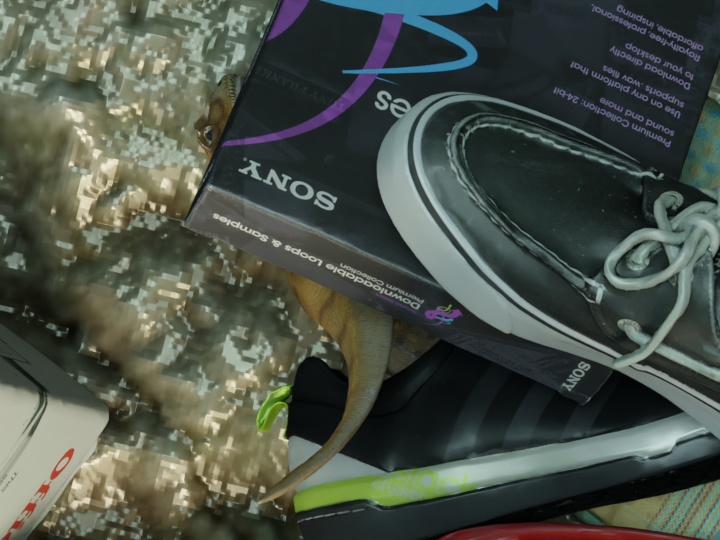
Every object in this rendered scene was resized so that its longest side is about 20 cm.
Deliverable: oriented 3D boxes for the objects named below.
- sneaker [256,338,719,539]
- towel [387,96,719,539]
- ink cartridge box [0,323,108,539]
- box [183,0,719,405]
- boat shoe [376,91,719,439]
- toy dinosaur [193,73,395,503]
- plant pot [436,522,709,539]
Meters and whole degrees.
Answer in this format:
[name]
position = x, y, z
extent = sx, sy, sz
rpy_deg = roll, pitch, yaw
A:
[sneaker]
position = 0.062, 0.038, 0.986
extent = 0.200, 0.072, 0.083
rpy_deg = -15, 79, 8
[towel]
position = 0.123, 0.030, 1.022
extent = 0.200, 0.022, 0.147
rpy_deg = 35, 91, 12
[ink cartridge box]
position = -0.178, 0.073, 0.976
extent = 0.083, 0.200, 0.147
rpy_deg = 37, 90, 14
[box]
position = 0.043, -0.072, 0.980
extent = 0.143, 0.036, 0.200
rpy_deg = 23, 63, -5
[boat shoe]
position = 0.099, 0.004, 0.904
extent = 0.199, 0.068, 0.074
rpy_deg = 38, 60, -2
[toy dinosaur]
position = 0.000, 0.000, 0.997
extent = 0.106, 0.060, 0.200
rpy_deg = -33, 39, 8
[plant pot]
position = 0.096, 0.191, 0.919
extent = 0.200, 0.200, 0.183
rpy_deg = 12, 103, 10
